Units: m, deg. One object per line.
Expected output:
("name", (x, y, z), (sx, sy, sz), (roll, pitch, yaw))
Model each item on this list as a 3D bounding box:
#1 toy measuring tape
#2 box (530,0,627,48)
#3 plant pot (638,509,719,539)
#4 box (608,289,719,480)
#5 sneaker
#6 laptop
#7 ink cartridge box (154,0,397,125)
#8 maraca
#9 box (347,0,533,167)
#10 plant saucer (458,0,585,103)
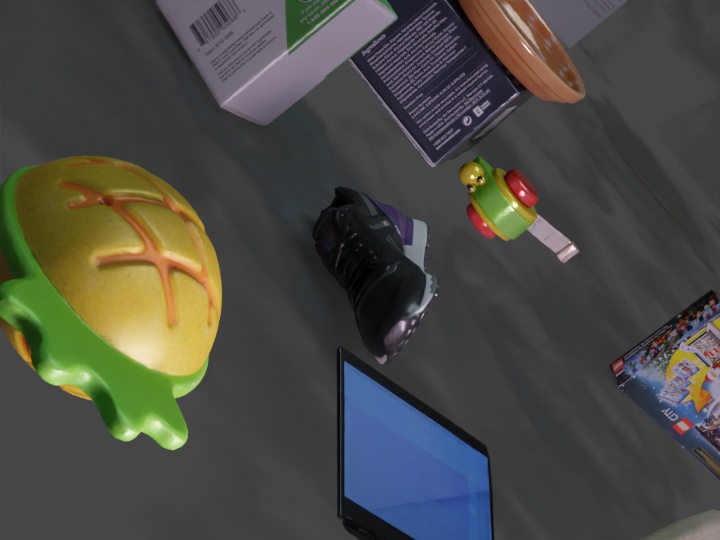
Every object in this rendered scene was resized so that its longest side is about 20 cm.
("toy measuring tape", (0.164, -0.047, 2.008), (0.200, 0.073, 0.074), (38, 20, -39))
("box", (0.326, -0.524, 3.335), (0.200, 0.171, 0.200), (36, 22, -42))
("plant pot", (0.123, 0.260, 1.016), (0.177, 0.200, 0.200), (6, 46, -52))
("box", (0.371, 0.122, 2.089), (0.200, 0.136, 0.038), (41, 20, -34))
("sneaker", (0.000, 0.000, 1.470), (0.087, 0.076, 0.200), (32, 17, -13))
("laptop", (0.078, 0.153, 1.235), (0.199, 0.104, 0.177), (20, -11, 46))
("ink cartridge box", (-0.088, -0.240, 1.579), (0.201, 0.146, 0.083), (58, 15, 20))
("maraca", (-0.126, 0.014, 0.976), (0.137, 0.107, 0.200), (38, 19, -19))
("box", (0.076, -0.227, 2.063), (0.197, 0.124, 0.200), (50, 16, 2))
("plant saucer", (0.154, -0.246, 2.027), (0.200, 0.037, 0.200), (47, 17, -20))
